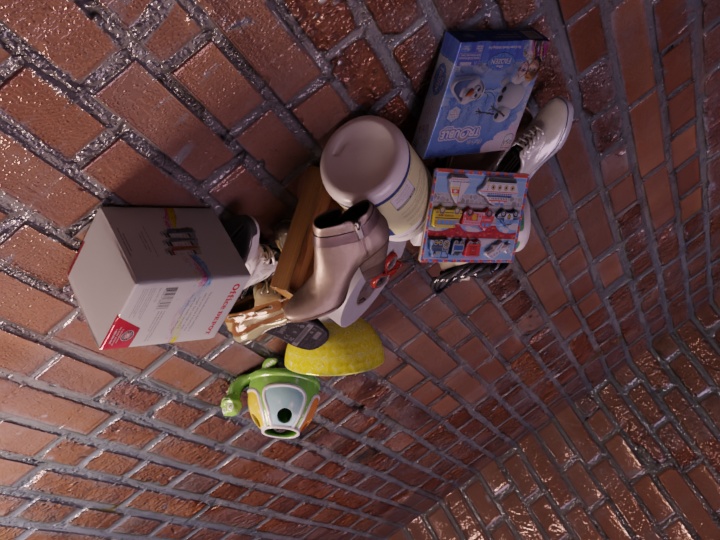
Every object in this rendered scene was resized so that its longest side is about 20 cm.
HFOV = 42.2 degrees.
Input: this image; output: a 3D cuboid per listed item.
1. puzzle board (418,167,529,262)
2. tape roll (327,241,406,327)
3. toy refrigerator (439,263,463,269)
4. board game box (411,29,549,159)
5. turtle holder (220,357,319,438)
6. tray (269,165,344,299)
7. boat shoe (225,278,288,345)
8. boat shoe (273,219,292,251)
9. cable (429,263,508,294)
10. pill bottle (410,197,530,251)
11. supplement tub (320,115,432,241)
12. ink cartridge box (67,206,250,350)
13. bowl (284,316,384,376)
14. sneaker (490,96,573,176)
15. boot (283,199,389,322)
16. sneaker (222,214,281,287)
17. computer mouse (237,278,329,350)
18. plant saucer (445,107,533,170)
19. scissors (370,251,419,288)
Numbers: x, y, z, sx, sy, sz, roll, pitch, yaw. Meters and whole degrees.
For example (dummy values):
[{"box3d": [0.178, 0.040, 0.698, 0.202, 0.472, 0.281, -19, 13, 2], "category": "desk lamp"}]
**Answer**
[{"box3d": [0.189, -0.086, 1.525, 0.197, 0.017, 0.154, 0, 108, -32], "category": "puzzle board"}, {"box3d": [0.000, 0.000, 1.666, 0.201, 0.066, 0.201, -51, 165, -19], "category": "tape roll"}, {"box3d": [0.203, -0.057, 1.785, 0.075, 0.071, 0.200, -26, -179, -14], "category": "toy refrigerator"}, {"box3d": [0.191, -0.281, 1.489, 0.197, 0.043, 0.202, -12, 133, -35], "category": "board game box"}, {"box3d": [-0.171, 0.256, 1.863, 0.183, 0.134, 0.140, 20, 149, -30], "category": "turtle holder"}, {"box3d": [-0.079, -0.052, 1.486, 0.099, 0.036, 0.203, 40, 66, -62], "category": "tray"}, {"box3d": [-0.153, 0.053, 1.584, 0.198, 0.076, 0.074, -32, 113, 19], "category": "boat shoe"}, {"box3d": [-0.090, -0.036, 1.597, 0.202, 0.059, 0.073, 50, 55, -66], "category": "boat shoe"}, {"box3d": [0.214, 0.004, 1.849, 0.161, 0.052, 0.200, -26, -178, 7], "category": "cable"}, {"box3d": [0.186, -0.087, 1.623, 0.196, 0.114, 0.114, -2, 144, -13], "category": "pill bottle"}, {"box3d": [0.034, -0.138, 1.478, 0.144, 0.146, 0.200, -37, 152, 7], "category": "supplement tub"}, {"box3d": [-0.291, 0.008, 1.356, 0.198, 0.146, 0.146, -2, 139, -45], "category": "ink cartridge box"}, {"box3d": [-0.052, 0.125, 1.815, 0.198, 0.199, 0.110, -10, 103, -37], "category": "bowl"}, {"box3d": [0.299, -0.216, 1.636, 0.070, 0.073, 0.202, -1, 129, -53], "category": "sneaker"}, {"box3d": [-0.045, -0.020, 1.389, 0.198, 0.070, 0.147, -31, 139, -10], "category": "boot"}, {"box3d": [-0.175, -0.037, 1.510, 0.114, 0.076, 0.201, -25, 160, -34], "category": "sneaker"}, {"box3d": [-0.133, 0.066, 1.678, 0.197, 0.047, 0.141, 19, 128, -22], "category": "computer mouse"}, {"box3d": [0.222, -0.215, 1.654, 0.198, 0.035, 0.202, -28, 145, -22], "category": "plant saucer"}, {"box3d": [0.064, -0.005, 1.716, 0.074, 0.014, 0.200, -61, 166, 12], "category": "scissors"}]
